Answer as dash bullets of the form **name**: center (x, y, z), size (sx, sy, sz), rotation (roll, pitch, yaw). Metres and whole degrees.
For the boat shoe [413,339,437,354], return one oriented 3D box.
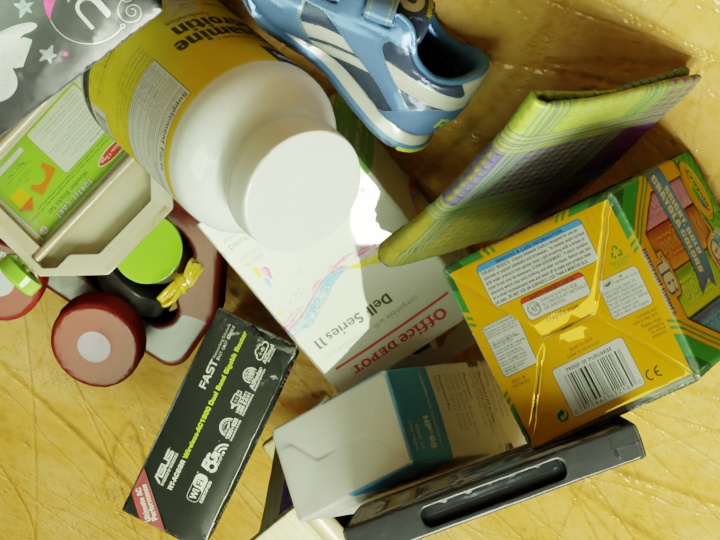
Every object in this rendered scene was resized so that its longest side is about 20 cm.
- **boat shoe**: center (0.008, 0.024, 1.697), size (0.073, 0.062, 0.201), rotation (8, 135, 25)

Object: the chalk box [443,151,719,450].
- **chalk box**: center (0.162, 0.011, 1.519), size (0.125, 0.200, 0.124), rotation (-26, 90, 27)

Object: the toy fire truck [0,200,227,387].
- **toy fire truck**: center (-0.179, -0.029, 1.718), size (0.200, 0.112, 0.168), rotation (33, 118, -4)

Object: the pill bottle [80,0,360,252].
- **pill bottle**: center (-0.084, -0.092, 1.518), size (0.200, 0.112, 0.112), rotation (42, 158, 46)

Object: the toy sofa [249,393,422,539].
- **toy sofa**: center (-0.017, 0.160, 1.754), size (0.097, 0.200, 0.083), rotation (-38, 103, 14)

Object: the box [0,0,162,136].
- **box**: center (-0.231, -0.163, 1.517), size (0.200, 0.132, 0.115), rotation (-35, 115, 12)

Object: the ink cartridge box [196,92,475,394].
- **ink cartridge box**: center (0.000, 0.000, 1.619), size (0.117, 0.067, 0.200), rotation (-35, 109, 16)

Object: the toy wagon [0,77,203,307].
- **toy wagon**: center (-0.188, -0.056, 1.654), size (0.200, 0.155, 0.040), rotation (44, -178, -6)

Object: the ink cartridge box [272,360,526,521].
- **ink cartridge box**: center (0.054, 0.111, 1.661), size (0.116, 0.200, 0.067), rotation (-31, 71, 39)

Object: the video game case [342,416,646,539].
- **video game case**: center (0.081, 0.130, 1.509), size (0.180, 0.200, 0.026), rotation (-20, 87, 2)

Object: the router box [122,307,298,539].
- **router box**: center (-0.100, 0.108, 1.707), size (0.062, 0.150, 0.200), rotation (26, 177, 0)

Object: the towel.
- **towel**: center (0.105, -0.064, 1.514), size (0.200, 0.143, 0.023), rotation (-45, 65, 50)

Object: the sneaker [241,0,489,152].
- **sneaker**: center (-0.003, -0.162, 1.505), size (0.200, 0.074, 0.082), rotation (40, 133, -23)
